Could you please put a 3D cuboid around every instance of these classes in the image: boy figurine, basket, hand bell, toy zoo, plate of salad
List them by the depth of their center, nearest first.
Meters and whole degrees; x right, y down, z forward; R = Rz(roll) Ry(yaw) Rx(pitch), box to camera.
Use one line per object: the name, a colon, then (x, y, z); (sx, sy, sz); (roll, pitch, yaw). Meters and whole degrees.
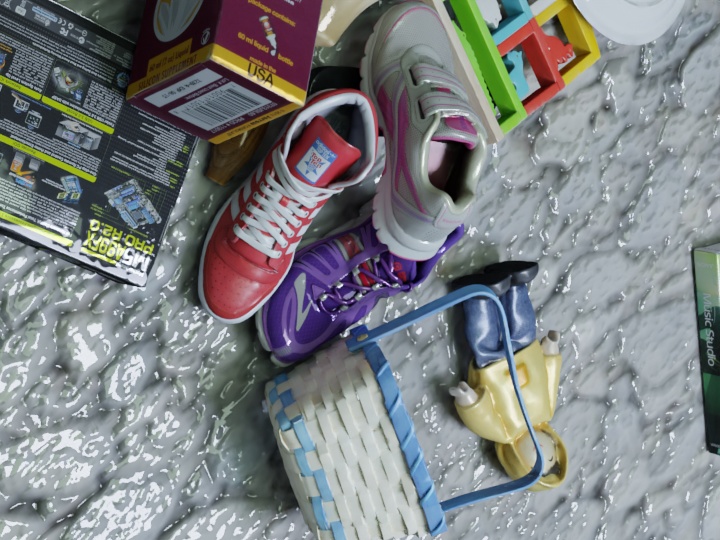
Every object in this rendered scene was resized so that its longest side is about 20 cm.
hand bell: (-0.060, -0.154, 1.373); (0.104, 0.104, 0.201); (29, 91, -34)
basket: (0.034, 0.117, 1.411); (0.198, 0.139, 0.178); (-17, 111, -2)
toy zoo: (0.134, -0.206, 1.504); (0.200, 0.020, 0.132); (-39, 109, -41)
boy figurine: (0.126, 0.097, 1.538); (0.124, 0.064, 0.202); (-19, 103, -36)
plate of salad: (0.222, -0.295, 1.570); (0.199, 0.048, 0.202); (1, 88, -44)

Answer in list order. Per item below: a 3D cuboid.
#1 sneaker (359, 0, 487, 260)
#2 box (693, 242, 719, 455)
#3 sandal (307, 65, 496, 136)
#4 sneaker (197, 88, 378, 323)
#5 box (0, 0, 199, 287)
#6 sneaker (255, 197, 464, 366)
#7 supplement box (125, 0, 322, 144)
sneaker: (0.057, -0.113, 1.382); (0.081, 0.088, 0.202); (1, 77, -34)
box: (0.386, 0.064, 1.738); (0.143, 0.036, 0.202); (-15, 103, -34)
sandal: (0.042, -0.137, 1.459); (0.199, 0.043, 0.077); (-14, 104, -34)
sneaker: (-0.054, -0.051, 1.342); (0.071, 0.112, 0.201); (31, 84, -11)
box: (-0.214, -0.097, 1.279); (0.199, 0.044, 0.162); (24, 82, -35)
sneaker: (0.000, 0.000, 1.421); (0.200, 0.083, 0.081); (-40, 116, -24)
supplement box: (-0.087, -0.207, 1.285); (0.085, 0.110, 0.202); (24, 64, -34)
